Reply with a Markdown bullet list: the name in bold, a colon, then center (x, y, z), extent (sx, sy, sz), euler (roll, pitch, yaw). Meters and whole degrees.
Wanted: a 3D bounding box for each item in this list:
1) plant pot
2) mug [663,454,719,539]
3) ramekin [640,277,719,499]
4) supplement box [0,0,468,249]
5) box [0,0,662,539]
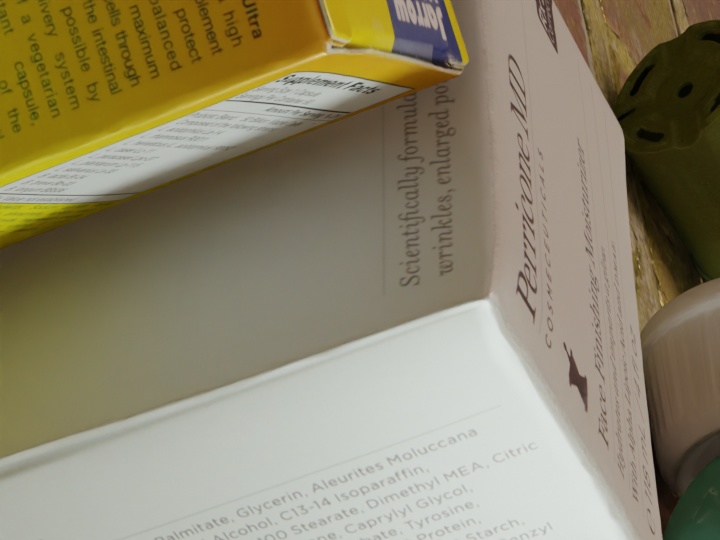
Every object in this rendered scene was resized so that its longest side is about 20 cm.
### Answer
- **plant pot**: center (0.287, -0.082, 1.749), extent (0.190, 0.200, 0.201), euler (41, 32, -32)
- **mug**: center (0.258, 0.181, 1.407), extent (0.185, 0.114, 0.153), euler (26, 84, -45)
- **ramekin**: center (0.273, 0.090, 1.486), extent (0.202, 0.202, 0.095), euler (50, 35, -46)
- **supplement box**: center (-0.092, -0.069, 0.595), extent (0.109, 0.199, 0.110), euler (-6, 77, -71)
- **box**: center (-0.028, 0.011, 0.696), extent (0.131, 0.199, 0.199), euler (56, 24, -38)
